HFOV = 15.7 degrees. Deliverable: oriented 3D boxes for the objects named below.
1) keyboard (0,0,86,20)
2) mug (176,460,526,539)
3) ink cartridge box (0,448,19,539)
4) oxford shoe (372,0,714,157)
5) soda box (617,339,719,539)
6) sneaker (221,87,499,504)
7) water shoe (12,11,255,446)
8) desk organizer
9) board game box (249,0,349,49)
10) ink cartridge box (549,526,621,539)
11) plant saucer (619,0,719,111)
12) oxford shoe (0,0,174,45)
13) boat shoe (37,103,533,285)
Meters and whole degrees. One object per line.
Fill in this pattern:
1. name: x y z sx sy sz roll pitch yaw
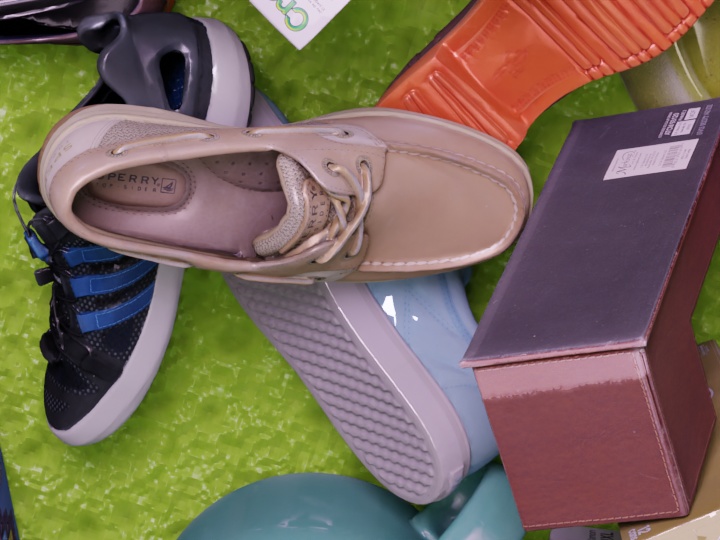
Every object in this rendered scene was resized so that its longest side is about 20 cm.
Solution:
1. keyboard: -0.163 -0.196 1.050 0.126 0.021 0.201 -10 78 -7
2. mug: -0.020 0.161 1.115 0.151 0.114 0.186 15 103 -1
3. ink cartridge box: -0.195 0.090 1.094 0.076 0.136 0.201 -11 102 2
4. oxford shoe: 0.078 -0.107 1.071 0.200 0.073 0.071 -37 103 14
5. soda box: 0.137 0.094 1.051 0.064 0.200 0.068 -22 103 7
6. sneaker: 0.000 0.000 1.114 0.201 0.082 0.074 59 142 3
7. water shoe: -0.112 -0.020 1.082 0.079 0.072 0.201 9 116 -29
8. desk organizer: 0.105 0.013 1.027 0.071 0.200 0.077 -8 116 22
9. board game box: -0.048 -0.155 1.003 0.035 0.200 0.126 -43 97 12
10. ink cartridge box: 0.116 0.226 1.109 0.083 0.145 0.201 2 103 4
11. plant saucer: 0.201 -0.118 1.090 0.199 0.031 0.201 0 102 1
12. oxford shoe: -0.177 -0.127 1.078 0.199 0.073 0.072 2 103 2
13. boat shoe: -0.024 -0.025 1.017 0.199 0.065 0.073 5 107 -15
